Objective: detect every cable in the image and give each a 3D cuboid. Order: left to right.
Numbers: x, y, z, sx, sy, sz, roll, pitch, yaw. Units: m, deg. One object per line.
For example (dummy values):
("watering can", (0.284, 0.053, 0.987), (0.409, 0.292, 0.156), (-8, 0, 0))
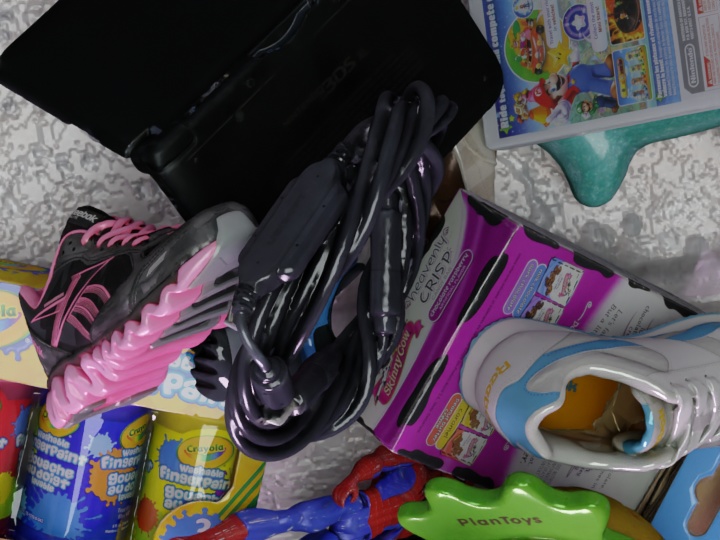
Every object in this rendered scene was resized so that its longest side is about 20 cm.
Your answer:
("cable", (0.000, 0.000, 1.029), (0.051, 0.163, 0.200), (20, 60, 21))

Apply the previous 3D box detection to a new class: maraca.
("maraca", (0.099, 0.159, 1.103), (0.137, 0.107, 0.200), (-10, 141, 26))

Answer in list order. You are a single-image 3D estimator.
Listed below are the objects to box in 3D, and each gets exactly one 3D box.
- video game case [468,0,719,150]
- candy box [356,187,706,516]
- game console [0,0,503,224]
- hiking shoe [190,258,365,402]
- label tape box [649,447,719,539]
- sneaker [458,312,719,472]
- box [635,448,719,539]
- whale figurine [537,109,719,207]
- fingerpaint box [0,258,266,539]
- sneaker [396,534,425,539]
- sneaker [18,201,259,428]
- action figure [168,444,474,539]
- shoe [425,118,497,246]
("video game case", (0.147, -0.150, 1.114), (0.199, 0.018, 0.144), (-9, 85, 31))
("candy box", (0.102, 0.055, 1.155), (0.200, 0.061, 0.137), (25, 98, -39))
("game console", (-0.054, -0.102, 1.113), (0.200, 0.116, 0.176), (-47, 117, -23))
("hiking shoe", (-0.042, -0.017, 1.141), (0.086, 0.074, 0.201), (11, 65, -16))
("label tape box", (0.266, 0.158, 1.167), (0.200, 0.063, 0.145), (29, 98, 15))
("sneaker", (0.154, 0.069, 1.087), (0.199, 0.081, 0.077), (-1, 113, -21))
("box", (0.251, 0.152, 1.221), (0.200, 0.021, 0.164), (29, 96, -26))
("whale figurine", (0.179, -0.120, 1.151), (0.200, 0.104, 0.159), (-40, 102, 3))
("fingerpaint box", (-0.151, 0.090, 1.175), (0.199, 0.073, 0.167), (12, 98, -8))
("sneaker", (0.042, 0.197, 1.214), (0.199, 0.072, 0.083), (-20, 104, -1))
("sneaker", (-0.117, 0.004, 1.048), (0.079, 0.200, 0.096), (-14, 75, -39))
("action figure", (-0.012, 0.142, 1.173), (0.200, 0.052, 0.066), (-20, 113, -38))
("shoe", (0.041, 0.003, 1.180), (0.070, 0.053, 0.201), (3, 98, 11))
